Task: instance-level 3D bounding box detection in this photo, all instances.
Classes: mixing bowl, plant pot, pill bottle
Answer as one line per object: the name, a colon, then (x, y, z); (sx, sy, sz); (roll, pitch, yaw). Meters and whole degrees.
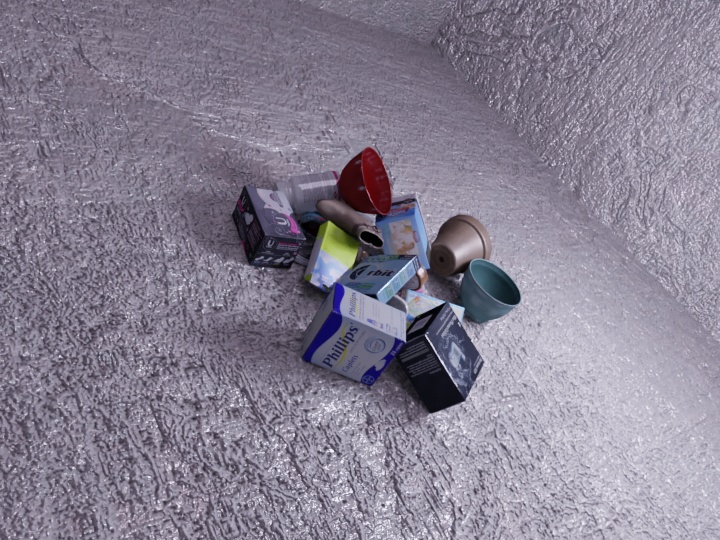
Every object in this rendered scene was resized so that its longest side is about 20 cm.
mixing bowl: (0.005, -0.251, 1.797); (0.200, 0.106, 0.204); (40, 44, -53)
plant pot: (0.397, 0.081, 1.956); (0.197, 0.135, 0.202); (23, 35, -17)
plant pot: (0.310, -0.063, 2.018); (0.200, 0.202, 0.174); (44, 43, 15)
pill bottle: (-0.155, -0.232, 1.832); (0.196, 0.115, 0.114); (-10, 49, -17)

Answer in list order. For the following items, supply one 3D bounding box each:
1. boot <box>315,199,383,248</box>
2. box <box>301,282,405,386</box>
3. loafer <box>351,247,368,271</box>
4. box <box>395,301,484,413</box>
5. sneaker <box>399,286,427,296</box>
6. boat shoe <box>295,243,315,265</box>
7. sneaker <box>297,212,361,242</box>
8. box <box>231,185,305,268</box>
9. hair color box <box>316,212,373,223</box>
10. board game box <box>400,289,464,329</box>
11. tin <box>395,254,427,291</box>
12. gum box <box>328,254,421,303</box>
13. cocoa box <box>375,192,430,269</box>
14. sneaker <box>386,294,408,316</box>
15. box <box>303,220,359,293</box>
boot: (-0.022, -0.130, 1.714); (0.197, 0.071, 0.146); (20, 17, -30)
box: (-0.016, 0.157, 1.463); (0.197, 0.185, 0.106); (23, 36, -15)
loafer: (0.000, 0.000, 1.767); (0.070, 0.073, 0.201); (28, 35, -9)
box: (0.205, 0.223, 1.582); (0.202, 0.116, 0.197); (58, 34, -6)
sneaker: (0.164, 0.090, 1.805); (0.088, 0.082, 0.201); (35, 40, -5)
boat shoe: (-0.113, -0.051, 1.736); (0.196, 0.069, 0.074); (16, 37, -26)
sneaker: (-0.096, -0.102, 1.782); (0.196, 0.081, 0.096); (20, 17, 8)
box: (-0.251, -0.120, 1.660); (0.130, 0.115, 0.202); (5, 44, -36)
hair color box: (-0.064, -0.184, 1.949); (0.199, 0.061, 0.099); (39, 34, 8)
board game box: (0.194, 0.146, 1.719); (0.197, 0.034, 0.137); (18, 79, -24)
tin: (0.107, 0.009, 1.748); (0.042, 0.198, 0.113); (-45, 112, -30)
gum box: (0.039, 0.024, 1.612); (0.200, 0.168, 0.045); (-43, 121, -40)
cocoa box: (0.134, -0.110, 1.880); (0.131, 0.203, 0.132); (-10, 33, 15)
sneaker: (0.058, 0.088, 1.647); (0.197, 0.077, 0.104); (5, 8, 33)
box: (-0.080, -0.020, 1.675); (0.121, 0.047, 0.203); (33, 56, -27)
